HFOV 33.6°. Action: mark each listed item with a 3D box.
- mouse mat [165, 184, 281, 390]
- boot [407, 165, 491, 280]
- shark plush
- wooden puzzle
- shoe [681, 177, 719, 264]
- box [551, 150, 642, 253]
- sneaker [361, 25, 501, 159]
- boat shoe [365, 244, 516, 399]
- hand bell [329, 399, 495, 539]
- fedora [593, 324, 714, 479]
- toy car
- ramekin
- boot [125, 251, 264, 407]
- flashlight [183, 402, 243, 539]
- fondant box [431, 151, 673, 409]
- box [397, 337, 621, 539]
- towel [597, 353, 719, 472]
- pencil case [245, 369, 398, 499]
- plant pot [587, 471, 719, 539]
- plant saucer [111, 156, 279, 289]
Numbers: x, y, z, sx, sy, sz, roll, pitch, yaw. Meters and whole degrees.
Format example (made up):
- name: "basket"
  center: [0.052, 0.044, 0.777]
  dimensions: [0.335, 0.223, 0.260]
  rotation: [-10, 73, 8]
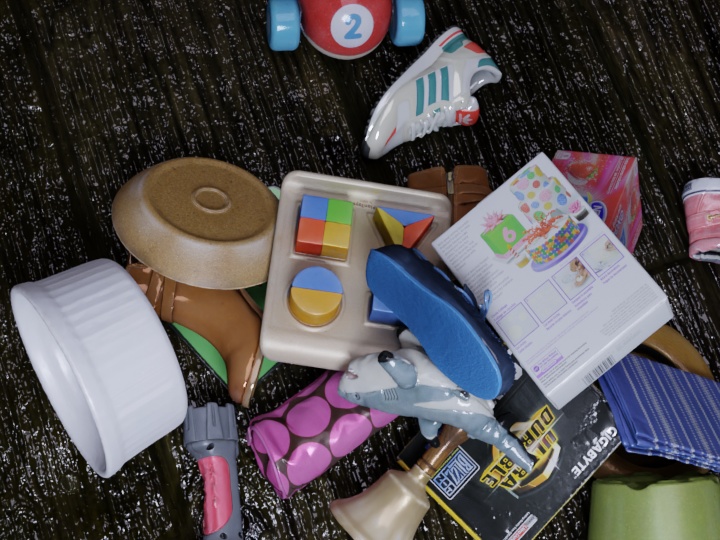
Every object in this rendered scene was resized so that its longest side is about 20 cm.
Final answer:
- name: "mouse mat"
  center: [-0.113, 0.018, 1.295]
  dimensions: [0.200, 0.008, 0.161]
  rotation: [-41, 82, -18]
- name: "boot"
  center: [0.061, -0.041, 1.303]
  dimensions: [0.196, 0.077, 0.158]
  rotation: [-7, 64, 1]
- name: "shark plush"
  center: [0.079, 0.130, 1.146]
  dimensions: [0.198, 0.091, 0.084]
  rotation: [25, 109, -5]
- name: "wooden puzzle"
  center: [0.000, 0.000, 1.205]
  dimensions: [0.182, 0.046, 0.203]
  rotation: [9, 69, -6]
- name: "shoe"
  center: [0.473, -0.052, 1.385]
  dimensions: [0.196, 0.072, 0.093]
  rotation: [3, 72, -3]
- name: "box"
  center: [0.230, -0.024, 1.275]
  dimensions: [0.093, 0.104, 0.201]
  rotation: [8, 47, 26]
- name: "sneaker"
  center: [0.085, -0.189, 1.363]
  dimensions: [0.093, 0.071, 0.200]
  rotation: [37, 67, 11]
- name: "boat shoe"
  center: [0.085, 0.034, 1.119]
  dimensions: [0.068, 0.085, 0.201]
  rotation: [-15, 53, -35]
- name: "hand bell"
  center: [0.071, 0.189, 1.179]
  dimensions: [0.104, 0.104, 0.201]
  rotation: [40, 92, 6]
- name: "fedora"
  center: [0.287, 0.150, 1.277]
  dimensions: [0.197, 0.082, 0.204]
  rotation: [3, 74, -12]
- name: "toy car"
  center: [-0.013, -0.356, 1.335]
  dimensions: [0.181, 0.200, 0.180]
  rotation: [-4, 72, -10]
- name: "ramekin"
  center: [-0.249, 0.088, 1.152]
  dimensions: [0.097, 0.201, 0.202]
  rotation: [-26, 77, -24]
- name: "boot"
  center: [-0.172, 0.041, 1.227]
  dimensions: [0.153, 0.077, 0.203]
  rotation: [5, 65, -13]
- name: "flashlight"
  center: [-0.148, 0.235, 1.184]
  dimensions: [0.067, 0.068, 0.203]
  rotation: [-6, 74, -8]
- name: "fondant box"
  center: [0.182, 0.008, 1.149]
  dimensions: [0.144, 0.058, 0.201]
  rotation: [-39, 62, 5]
- name: "box"
  center: [0.158, 0.172, 1.211]
  dimensions: [0.160, 0.049, 0.201]
  rotation: [43, 103, 13]
- name: "towel"
  center: [0.324, 0.146, 1.182]
  dimensions: [0.197, 0.024, 0.146]
  rotation: [18, 32, -21]
- name: "pencil case"
  center: [-0.026, 0.141, 1.225]
  dimensions: [0.199, 0.091, 0.094]
  rotation: [-35, 82, -16]
- name: "plant pot"
  center: [0.289, 0.294, 1.146]
  dimensions: [0.197, 0.200, 0.193]
  rotation: [-3, 84, -10]
- name: "plant saucer"
  center: [-0.159, -0.061, 1.246]
  dimensions: [0.197, 0.036, 0.202]
  rotation: [13, 39, -10]
